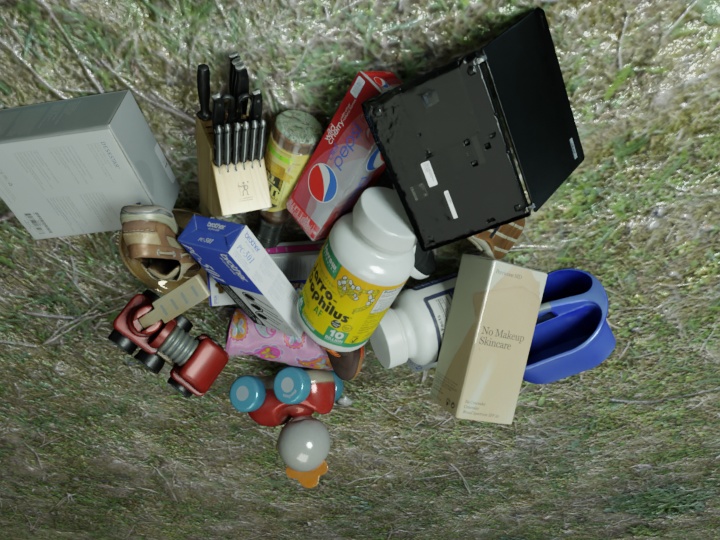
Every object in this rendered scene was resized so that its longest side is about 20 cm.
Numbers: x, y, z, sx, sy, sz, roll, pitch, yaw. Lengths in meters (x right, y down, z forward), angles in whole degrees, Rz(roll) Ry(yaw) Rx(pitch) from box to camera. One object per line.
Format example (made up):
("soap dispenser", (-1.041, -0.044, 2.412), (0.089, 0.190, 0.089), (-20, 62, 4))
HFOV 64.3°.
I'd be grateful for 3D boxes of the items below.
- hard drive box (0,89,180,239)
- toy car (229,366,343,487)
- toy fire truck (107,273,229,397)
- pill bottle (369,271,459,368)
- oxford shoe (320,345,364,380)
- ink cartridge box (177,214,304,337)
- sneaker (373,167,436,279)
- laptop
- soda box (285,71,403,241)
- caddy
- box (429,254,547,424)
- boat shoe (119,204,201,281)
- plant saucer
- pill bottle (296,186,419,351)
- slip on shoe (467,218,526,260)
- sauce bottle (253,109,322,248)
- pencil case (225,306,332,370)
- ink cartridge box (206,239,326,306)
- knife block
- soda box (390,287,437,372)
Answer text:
("hard drive box", (-0.358, -0.128, 0.731), (0.195, 0.078, 0.157), (-4, 137, 9))
("toy car", (-0.121, 0.286, 1.029), (0.173, 0.204, 0.184), (-13, 164, 17))
("toy fire truck", (-0.265, 0.094, 0.851), (0.176, 0.130, 0.199), (42, 157, -15))
("pill bottle", (0.114, 0.071, 0.836), (0.196, 0.112, 0.112), (-17, 141, -17))
("oxford shoe", (-0.043, 0.104, 0.880), (0.070, 0.073, 0.203), (7, 128, 25))
("ink cartridge box", (-0.146, 0.012, 0.760), (0.093, 0.045, 0.201), (14, 151, 31))
("sneaker", (0.089, -0.070, 0.765), (0.110, 0.074, 0.201), (-16, 133, 23))
("laptop", (0.128, -0.147, 0.615), (0.197, 0.104, 0.179), (-19, 114, 19))
("soda box", (-0.011, -0.131, 0.677), (0.064, 0.070, 0.201), (47, 126, 14))
("caddy", (0.283, 0.083, 0.869), (0.198, 0.143, 0.105), (-29, 132, 29))
("box", (0.167, 0.088, 0.756), (0.093, 0.078, 0.204), (10, 94, -21))
("boat shoe", (-0.256, -0.021, 0.744), (0.074, 0.073, 0.200), (-5, 166, 4))
("plant saucer", (-0.258, -0.028, 0.863), (0.195, 0.036, 0.202), (1, 137, 1))
("pill bottle", (0.000, 0.000, 0.715), (0.111, 0.114, 0.201), (17, 131, -15))
("slip on shoe", (0.161, -0.065, 0.748), (0.077, 0.060, 0.199), (-55, 152, 13))
("sauce bottle", (-0.102, -0.108, 0.744), (0.063, 0.066, 0.202), (14, 135, -11))
("pencil case", (-0.133, 0.116, 0.981), (0.196, 0.089, 0.088), (9, 138, -6))
("ink cartridge box", (-0.128, 0.004, 0.852), (0.196, 0.038, 0.096), (-7, 139, -16))
("knife block", (-0.163, -0.156, 0.695), (0.063, 0.180, 0.199), (-12, -172, -23))
("soda box", (0.070, 0.087, 0.945), (0.067, 0.064, 0.200), (-22, 132, 28))
